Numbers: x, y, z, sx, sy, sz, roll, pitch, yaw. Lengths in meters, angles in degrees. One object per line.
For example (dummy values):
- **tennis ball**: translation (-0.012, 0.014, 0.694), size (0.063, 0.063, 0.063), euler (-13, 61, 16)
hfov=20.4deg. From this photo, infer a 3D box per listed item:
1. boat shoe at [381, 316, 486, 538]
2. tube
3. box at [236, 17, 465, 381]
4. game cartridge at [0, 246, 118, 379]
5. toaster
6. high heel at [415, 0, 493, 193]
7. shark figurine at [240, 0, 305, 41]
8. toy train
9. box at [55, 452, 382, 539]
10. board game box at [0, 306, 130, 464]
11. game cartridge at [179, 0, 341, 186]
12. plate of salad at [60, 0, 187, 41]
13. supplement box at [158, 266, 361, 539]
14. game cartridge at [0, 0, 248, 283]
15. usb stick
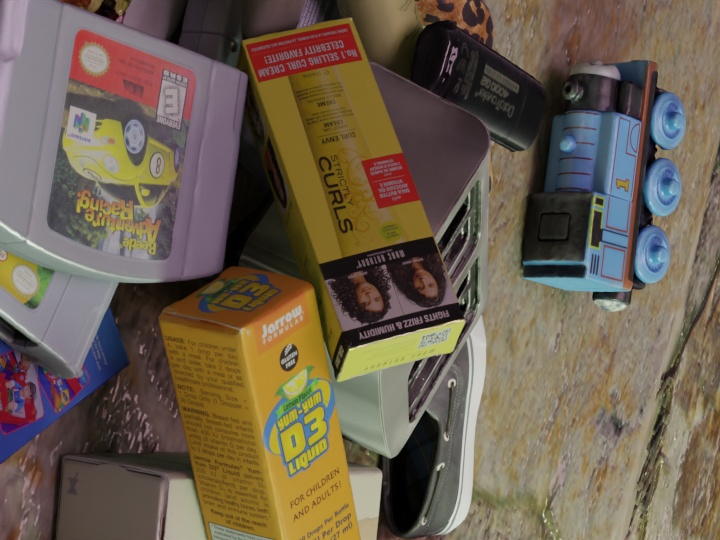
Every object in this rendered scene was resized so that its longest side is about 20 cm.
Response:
- **boat shoe**: translation (0.040, 0.092, 1.397), size (0.066, 0.070, 0.202), euler (-12, 109, -52)
- **tube**: translation (-0.002, -0.206, 1.236), size (0.052, 0.058, 0.201), euler (-38, 130, -24)
- **box**: translation (-0.008, -0.042, 1.132), size (0.075, 0.050, 0.201), euler (-13, 67, -15)
- **game cartridge**: translation (-0.189, -0.048, 1.048), size (0.200, 0.040, 0.134), euler (44, 55, -44)
- **toaster**: translation (0.000, 0.000, 1.247), size (0.201, 0.118, 0.181), euler (-57, 159, -29)
- **high heel**: translation (0.049, -0.117, 1.377), size (0.200, 0.071, 0.144), euler (47, 50, -54)
- **shark figurine**: translation (-0.064, -0.208, 1.096), size (0.128, 0.089, 0.214), euler (-48, 135, -2)
- **toy train**: translation (0.192, -0.072, 1.560), size (0.114, 0.086, 0.202), euler (14, 82, -45)
- **box**: translation (-0.084, 0.154, 1.219), size (0.199, 0.094, 0.078), euler (5, 90, -50)
- **board game box**: translation (-0.212, -0.004, 1.085), size (0.134, 0.045, 0.201), euler (-39, 121, -43)
- **game cartridge**: translation (-0.054, -0.170, 1.254), size (0.133, 0.040, 0.201), euler (50, 53, -58)
- **plate of salad**: translation (-0.156, -0.201, 1.142), size (0.199, 0.048, 0.202), euler (-5, 97, -52)
- **supplement box**: translation (-0.052, 0.103, 1.123), size (0.066, 0.068, 0.201), euler (-34, 121, -42)
- **game cartridge**: translation (-0.137, -0.063, 1.060), size (0.199, 0.041, 0.134), euler (15, 84, -52)
- **usb stick**: translation (0.080, -0.121, 1.330), size (0.200, 0.032, 0.056), euler (16, 90, -67)
